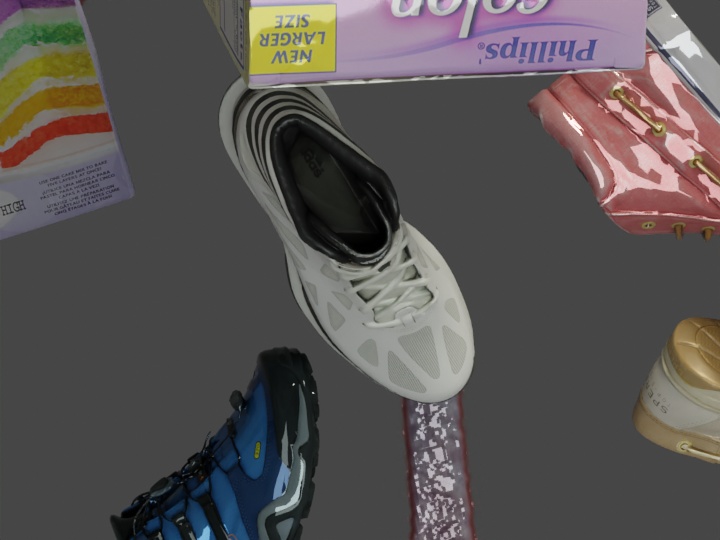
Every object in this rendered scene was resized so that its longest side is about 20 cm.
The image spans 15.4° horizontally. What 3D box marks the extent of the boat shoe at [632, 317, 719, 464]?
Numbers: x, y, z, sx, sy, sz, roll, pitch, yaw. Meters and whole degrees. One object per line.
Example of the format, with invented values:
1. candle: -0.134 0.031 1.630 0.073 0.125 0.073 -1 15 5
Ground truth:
1. boat shoe: 0.229 0.081 1.402 0.199 0.074 0.069 19 128 -25

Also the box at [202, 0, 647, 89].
1. box: 0.020 -0.157 1.202 0.175 0.200 0.097 -3 110 -9

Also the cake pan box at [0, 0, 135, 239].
1. cake pan box: -0.218 -0.080 1.223 0.199 0.052 0.185 -17 137 -6

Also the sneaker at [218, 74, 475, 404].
1. sneaker: -0.001 0.000 1.298 0.075 0.115 0.201 -33 112 2

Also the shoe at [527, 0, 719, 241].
1. shoe: 0.174 -0.042 1.347 0.091 0.072 0.200 -40 108 9

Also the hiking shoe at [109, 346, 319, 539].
1. hiking shoe: -0.081 0.128 1.349 0.086 0.074 0.201 16 105 -17
